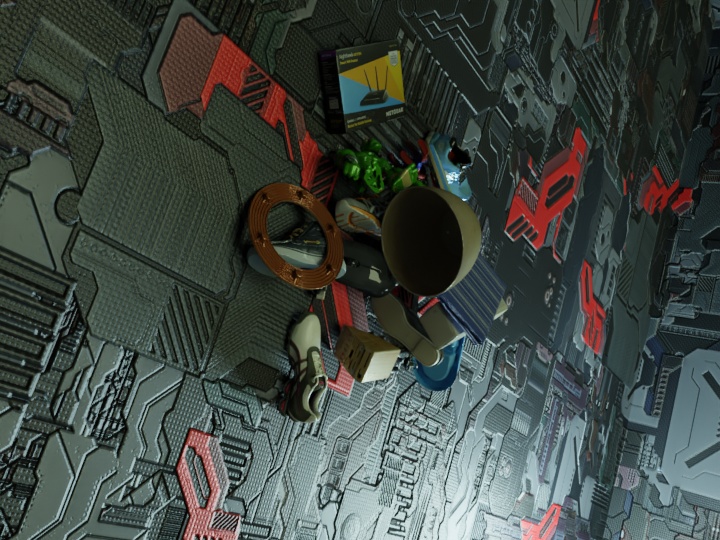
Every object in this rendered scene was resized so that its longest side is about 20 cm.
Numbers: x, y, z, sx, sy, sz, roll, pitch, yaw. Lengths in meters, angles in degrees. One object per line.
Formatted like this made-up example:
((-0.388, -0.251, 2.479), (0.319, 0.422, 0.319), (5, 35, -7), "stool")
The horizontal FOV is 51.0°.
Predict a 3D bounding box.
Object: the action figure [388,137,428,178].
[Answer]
((0.097, -0.236, 1.561), (0.064, 0.100, 0.200), (-30, 168, -2), "action figure")

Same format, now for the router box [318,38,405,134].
((0.007, -0.355, 1.451), (0.199, 0.050, 0.153), (-28, 117, -47), "router box")

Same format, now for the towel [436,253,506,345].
((0.225, 0.042, 1.532), (0.145, 0.024, 0.201), (49, 41, -12), "towel")

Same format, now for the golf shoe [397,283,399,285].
((0.083, -0.014, 1.614), (0.198, 0.077, 0.100), (-7, 85, -58), "golf shoe")

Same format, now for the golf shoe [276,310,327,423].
((-0.091, 0.178, 1.389), (0.076, 0.087, 0.205), (10, 87, -51), "golf shoe")

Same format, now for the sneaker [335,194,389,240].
((0.014, -0.116, 1.495), (0.199, 0.077, 0.079), (19, 68, -56), "sneaker")

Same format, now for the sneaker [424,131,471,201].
((0.214, -0.227, 1.716), (0.079, 0.088, 0.201), (-61, 138, -25), "sneaker")

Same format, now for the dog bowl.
((0.186, 0.173, 1.730), (0.049, 0.109, 0.205), (-16, 118, -65), "dog bowl")

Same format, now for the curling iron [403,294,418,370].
((0.118, 0.130, 1.678), (0.025, 0.050, 0.205), (-1, 107, -19), "curling iron")

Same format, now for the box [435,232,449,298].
((0.192, -0.029, 1.688), (0.159, 0.049, 0.205), (20, 57, -56), "box")

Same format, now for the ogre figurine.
((0.023, -0.190, 1.434), (0.197, 0.119, 0.100), (-15, 123, -33), "ogre figurine")

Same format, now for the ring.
((-0.105, -0.063, 1.297), (0.198, 0.019, 0.204), (24, 51, -32), "ring")

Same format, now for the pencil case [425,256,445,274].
((0.126, -0.062, 1.565), (0.084, 0.092, 0.204), (11, 56, -43), "pencil case")

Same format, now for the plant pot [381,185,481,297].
((0.153, -0.065, 1.433), (0.133, 0.198, 0.206), (-15, 108, -44), "plant pot")

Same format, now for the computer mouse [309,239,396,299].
((0.000, 0.000, 1.454), (0.197, 0.052, 0.142), (14, 81, -32), "computer mouse")

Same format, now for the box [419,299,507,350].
((0.216, 0.089, 1.568), (0.198, 0.068, 0.083), (-18, 72, -45), "box")

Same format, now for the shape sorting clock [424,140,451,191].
((0.168, -0.177, 1.607), (0.200, 0.038, 0.204), (-21, 91, -80), "shape sorting clock")

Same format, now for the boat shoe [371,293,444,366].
((0.098, 0.121, 1.573), (0.067, 0.200, 0.057), (-48, 160, 16), "boat shoe")

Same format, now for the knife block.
((0.041, 0.175, 1.491), (0.173, 0.200, 0.065), (21, 96, -23), "knife block")

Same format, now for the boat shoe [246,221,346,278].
((-0.117, -0.041, 1.340), (0.197, 0.071, 0.093), (10, 56, -37), "boat shoe")
